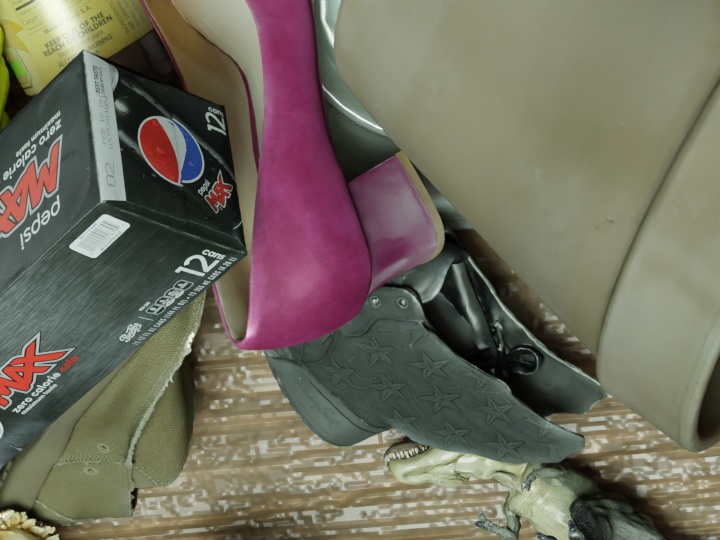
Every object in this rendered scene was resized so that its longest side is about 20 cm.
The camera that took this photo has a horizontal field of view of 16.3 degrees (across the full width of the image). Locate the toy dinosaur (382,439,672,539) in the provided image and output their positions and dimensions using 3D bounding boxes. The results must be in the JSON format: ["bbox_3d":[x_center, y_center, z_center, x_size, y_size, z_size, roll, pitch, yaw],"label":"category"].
[{"bbox_3d":[0.102,0.115,0.988,0.200,0.088,0.048,29,110,-2],"label":"toy dinosaur"}]

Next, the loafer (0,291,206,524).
[{"bbox_3d":[-0.093,0.042,0.977,0.067,0.076,0.200,11,152,-18],"label":"loafer"}]

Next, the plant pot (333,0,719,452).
[{"bbox_3d":[0.092,-0.068,0.831,0.173,0.200,0.200,32,112,17],"label":"plant pot"}]

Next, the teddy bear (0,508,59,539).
[{"bbox_3d":[-0.192,0.177,1.000,0.067,0.145,0.200,33,122,18],"label":"teddy bear"}]

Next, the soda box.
[{"bbox_3d":[-0.127,0.011,0.890,0.063,0.071,0.200,20,135,-37],"label":"soda box"}]

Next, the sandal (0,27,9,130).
[{"bbox_3d":[-0.175,-0.036,0.951,0.087,0.080,0.200,7,135,5],"label":"sandal"}]

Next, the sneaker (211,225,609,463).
[{"bbox_3d":[-0.001,0.002,0.965,0.104,0.060,0.200,-22,115,38],"label":"sneaker"}]

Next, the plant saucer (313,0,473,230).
[{"bbox_3d":[0.027,-0.105,0.944,0.199,0.050,0.201,3,110,7],"label":"plant saucer"}]

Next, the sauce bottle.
[{"bbox_3d":[-0.139,-0.150,0.947,0.065,0.065,0.200,-25,102,16],"label":"sauce bottle"}]

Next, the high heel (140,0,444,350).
[{"bbox_3d":[-0.057,-0.065,0.902,0.067,0.096,0.200,-35,84,51],"label":"high heel"}]
